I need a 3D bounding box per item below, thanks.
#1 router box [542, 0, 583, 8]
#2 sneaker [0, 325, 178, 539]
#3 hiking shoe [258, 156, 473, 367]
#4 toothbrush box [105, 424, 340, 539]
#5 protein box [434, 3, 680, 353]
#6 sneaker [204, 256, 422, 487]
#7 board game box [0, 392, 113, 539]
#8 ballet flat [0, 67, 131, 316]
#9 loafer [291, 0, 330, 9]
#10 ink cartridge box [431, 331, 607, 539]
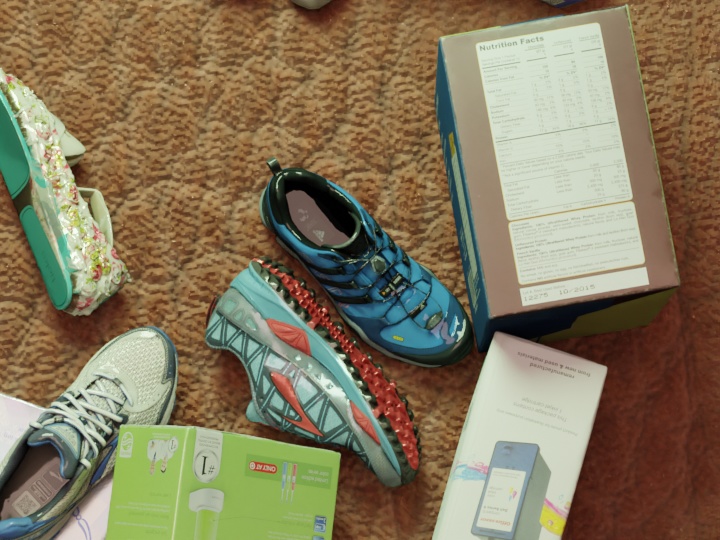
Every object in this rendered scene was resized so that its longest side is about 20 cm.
[{"bbox_3d":[0.103,-0.319,1.656,0.200,0.049,0.180,22,81,-19],"label":"router box"},{"bbox_3d":[-0.201,0.122,1.570,0.077,0.085,0.200,36,80,7],"label":"sneaker"},{"bbox_3d":[0.000,0.000,1.626,0.200,0.087,0.074,39,84,7],"label":"hiking shoe"},{"bbox_3d":[-0.103,0.217,1.558,0.145,0.086,0.201,13,79,-41],"label":"toothbrush box"},{"bbox_3d":[0.135,-0.060,1.576,0.134,0.199,0.201,-9,81,0],"label":"protein box"},{"bbox_3d":[-0.037,0.090,1.631,0.095,0.079,0.200,-42,83,17],"label":"sneaker"},{"bbox_3d":[-0.285,0.190,1.624,0.199,0.043,0.200,19,82,4],"label":"board game box"},{"bbox_3d":[-0.231,-0.062,1.660,0.064,0.076,0.201,-18,85,-33],"label":"ballet flat"},{"bbox_3d":[-0.002,-0.295,1.681,0.070,0.070,0.200,26,82,5],"label":"loafer"},{"bbox_3d":[0.104,0.158,1.569,0.087,0.145,0.201,18,81,3],"label":"ink cartridge box"}]
